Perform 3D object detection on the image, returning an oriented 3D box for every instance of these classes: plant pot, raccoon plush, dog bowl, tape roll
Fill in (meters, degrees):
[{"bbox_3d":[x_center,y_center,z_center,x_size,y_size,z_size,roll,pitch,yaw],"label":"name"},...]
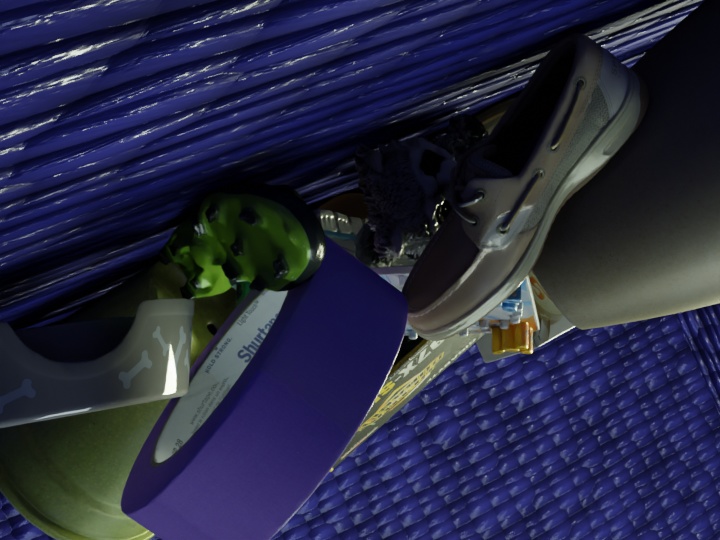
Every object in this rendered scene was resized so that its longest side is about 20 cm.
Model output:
[{"bbox_3d":[0.199,-0.051,0.790,0.200,0.188,0.187,-32,176,18],"label":"plant pot"},{"bbox_3d":[0.023,-0.025,0.872,0.134,0.097,0.200,-15,158,-39],"label":"raccoon plush"},{"bbox_3d":[-0.194,0.062,0.772,0.199,0.059,0.200,-10,175,-1],"label":"dog bowl"},{"bbox_3d":[-0.165,0.087,0.996,0.184,0.201,0.200,-37,172,29],"label":"plant pot"},{"bbox_3d":[-0.058,0.076,0.763,0.200,0.066,0.200,-50,-168,14],"label":"tape roll"}]

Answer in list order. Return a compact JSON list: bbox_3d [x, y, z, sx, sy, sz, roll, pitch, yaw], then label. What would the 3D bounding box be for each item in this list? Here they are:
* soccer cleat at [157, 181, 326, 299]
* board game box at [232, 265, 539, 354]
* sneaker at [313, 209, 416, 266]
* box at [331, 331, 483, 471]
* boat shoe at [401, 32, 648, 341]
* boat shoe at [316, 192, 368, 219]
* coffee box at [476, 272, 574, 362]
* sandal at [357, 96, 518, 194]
[{"bbox_3d":[-0.058,-0.026,0.751,0.081,0.068,0.200,-34,-171,-23],"label":"soccer cleat"},{"bbox_3d":[0.026,0.034,0.932,0.199,0.026,0.200,-3,166,10],"label":"board game box"},{"bbox_3d":[0.000,0.000,1.037,0.199,0.087,0.075,0,171,-37],"label":"sneaker"},{"bbox_3d":[0.019,0.089,1.110,0.200,0.049,0.160,-42,163,0],"label":"box"},{"bbox_3d":[0.081,-0.048,0.750,0.200,0.065,0.072,-51,-145,15],"label":"boat shoe"},{"bbox_3d":[0.007,-0.036,1.150,0.200,0.071,0.070,-23,175,-45],"label":"boat shoe"},{"bbox_3d":[0.148,-0.024,1.299,0.114,0.201,0.080,-22,179,-41],"label":"coffee box"},{"bbox_3d":[0.095,-0.088,0.962,0.199,0.054,0.080,-23,178,12],"label":"sandal"}]
